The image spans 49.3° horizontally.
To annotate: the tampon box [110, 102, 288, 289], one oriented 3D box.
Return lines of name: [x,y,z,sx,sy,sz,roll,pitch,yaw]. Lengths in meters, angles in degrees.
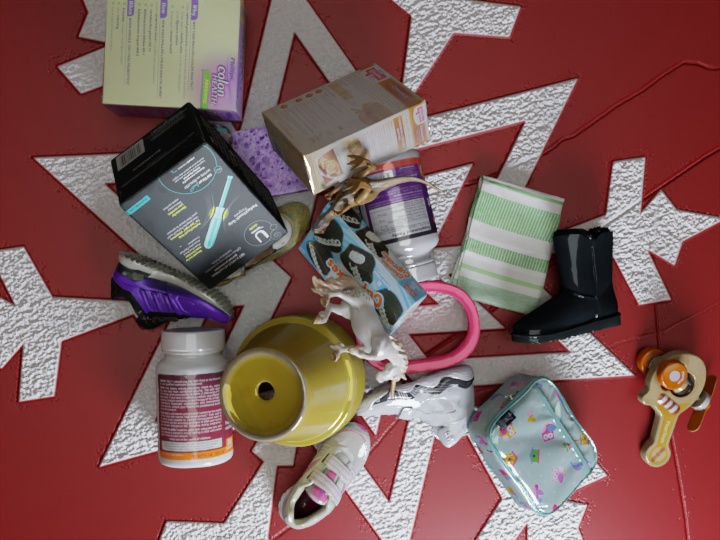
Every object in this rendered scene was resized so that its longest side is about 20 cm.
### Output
tampon box: [-0.229,-0.104,1.125,0.150,0.126,0.200,-35,132,5]

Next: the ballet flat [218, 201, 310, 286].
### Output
ballet flat: [-0.162,-0.039,1.226,0.200,0.071,0.071,-33,93,-3]

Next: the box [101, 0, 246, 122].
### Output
box: [-0.280,-0.326,1.198,0.200,0.097,0.176,2,91,-3]

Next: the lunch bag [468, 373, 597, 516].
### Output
lunch bag: [0.274,0.266,1.232,0.160,0.077,0.200,-38,103,-18]

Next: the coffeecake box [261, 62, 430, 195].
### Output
coffeecake box: [-0.022,-0.216,1.168,0.200,0.154,0.073,-27,134,-14]

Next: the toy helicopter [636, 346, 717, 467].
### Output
toy helicopter: [0.511,0.227,1.282,0.132,0.079,0.200,9,101,-13]

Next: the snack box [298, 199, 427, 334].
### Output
snack box: [0.000,0.000,1.194,0.200,0.116,0.037,48,45,11]

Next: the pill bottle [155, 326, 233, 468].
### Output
pill bottle: [-0.254,0.190,1.199,0.114,0.114,0.200,-1,91,-4]

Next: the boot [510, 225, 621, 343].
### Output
boot: [0.319,0.020,1.245,0.200,0.076,0.168,-11,95,-16]

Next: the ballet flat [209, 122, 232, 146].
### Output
ballet flat: [-0.285,-0.159,1.186,0.200,0.072,0.072,-36,93,9]

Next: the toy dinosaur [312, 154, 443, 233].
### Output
toy dinosaur: [0.013,-0.120,1.128,0.200,0.106,0.060,-23,65,1]

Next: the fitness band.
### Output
fitness band: [0.090,0.091,1.251,0.200,0.037,0.144,-8,94,3]

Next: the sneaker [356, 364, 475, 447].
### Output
sneaker: [0.095,0.227,1.241,0.200,0.075,0.115,-15,90,-6]

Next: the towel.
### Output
towel: [0.238,-0.040,1.273,0.152,0.023,0.200,15,90,-4]

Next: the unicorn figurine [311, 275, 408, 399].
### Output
unicorn figurine: [0.006,0.094,1.137,0.074,0.137,0.200,-20,80,41]

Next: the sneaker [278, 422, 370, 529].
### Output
sneaker: [-0.052,0.329,1.227,0.081,0.088,0.200,35,88,-4]

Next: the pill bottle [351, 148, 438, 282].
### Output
pill bottle: [0.058,-0.079,1.216,0.111,0.111,0.200,-13,92,-3]

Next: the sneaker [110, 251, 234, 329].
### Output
sneaker: [-0.297,0.052,1.222,0.200,0.070,0.100,25,96,0]

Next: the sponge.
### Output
sponge: [-0.181,-0.166,1.240,0.200,0.030,0.112,-10,92,-3]

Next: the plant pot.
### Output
plant pot: [-0.109,0.166,1.147,0.200,0.189,0.201,0,90,13]
